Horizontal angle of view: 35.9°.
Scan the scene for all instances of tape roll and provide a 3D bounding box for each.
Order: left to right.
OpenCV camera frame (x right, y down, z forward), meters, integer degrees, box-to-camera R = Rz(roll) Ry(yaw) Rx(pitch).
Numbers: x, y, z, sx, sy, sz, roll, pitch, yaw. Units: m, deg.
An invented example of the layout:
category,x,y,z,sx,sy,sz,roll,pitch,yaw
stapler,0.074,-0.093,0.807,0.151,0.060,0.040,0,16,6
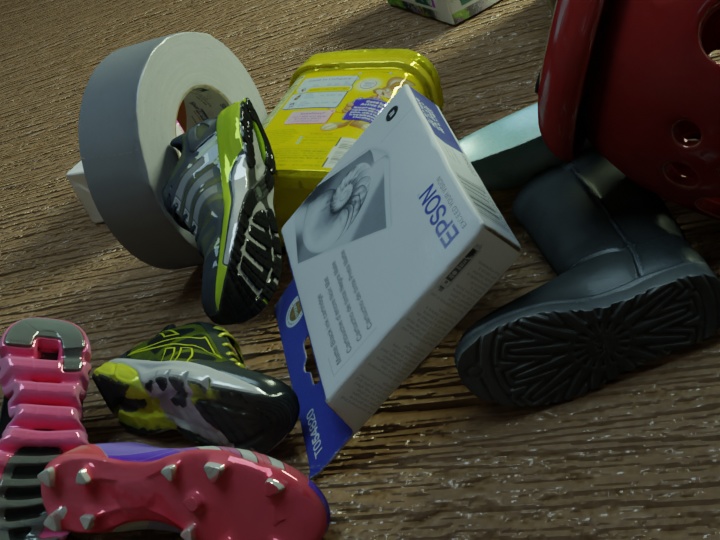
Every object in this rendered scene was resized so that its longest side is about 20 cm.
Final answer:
category,x,y,z,sx,sy,sz,roll,pitch,yaw
tape roll,-0.154,-0.104,0.974,0.066,0.201,0.201,-9,32,28

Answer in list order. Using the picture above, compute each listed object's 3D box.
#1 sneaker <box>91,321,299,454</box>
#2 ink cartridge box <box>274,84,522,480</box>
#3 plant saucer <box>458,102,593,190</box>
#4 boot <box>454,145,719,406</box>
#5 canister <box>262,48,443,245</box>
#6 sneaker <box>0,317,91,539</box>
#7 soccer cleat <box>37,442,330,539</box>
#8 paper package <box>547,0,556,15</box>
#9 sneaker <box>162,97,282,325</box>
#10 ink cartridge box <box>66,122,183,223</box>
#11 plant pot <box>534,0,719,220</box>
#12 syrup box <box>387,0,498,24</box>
category,x,y,z,sx,sy,sz,roll,pitch,yaw
sneaker,-0.108,0.070,0.773,0.199,0.075,0.085,4,41,44
ink cartridge box,0.000,0.000,0.724,0.200,0.040,0.200,-50,29,18
plant saucer,0.145,-0.103,0.865,0.200,0.039,0.201,-24,10,4
boot,0.127,-0.007,0.719,0.163,0.066,0.201,-15,32,3
canister,-0.024,-0.111,0.991,0.147,0.087,0.201,2,39,24
sneaker,-0.230,0.134,0.784,0.078,0.096,0.201,11,45,-15
soccer cleat,-0.104,0.132,0.676,0.198,0.067,0.076,-2,8,23
paper package,0.213,-0.352,1.103,0.103,0.192,0.201,-18,30,14
sneaker,-0.110,-0.040,0.858,0.080,0.074,0.201,-17,50,17
ink cartridge box,-0.216,-0.140,1.229,0.116,0.068,0.200,-4,36,36
plant pot,0.211,-0.137,0.667,0.181,0.202,0.201,17,42,13
syrup box,0.091,-0.363,1.343,0.081,0.079,0.200,-30,28,-9
